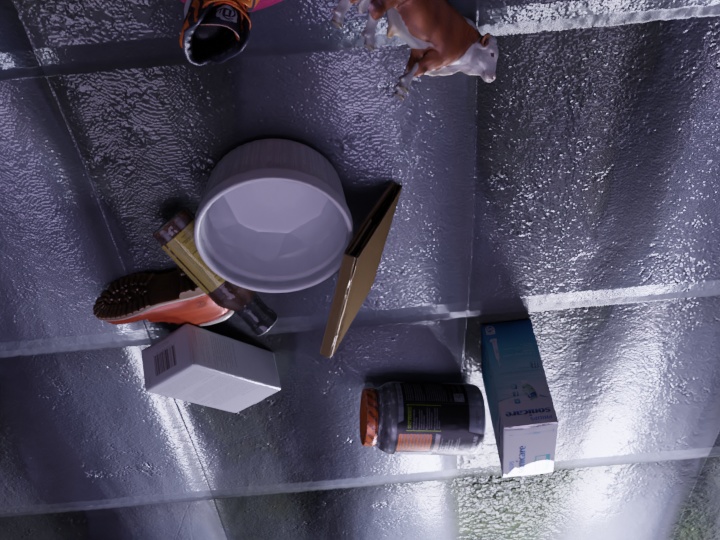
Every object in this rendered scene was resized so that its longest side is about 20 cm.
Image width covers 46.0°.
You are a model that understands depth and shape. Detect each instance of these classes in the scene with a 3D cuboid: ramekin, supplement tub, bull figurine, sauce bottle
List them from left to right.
[{"bbox_3d":[-0.193,0.006,1.150,0.065,0.065,0.200,-32,107,26],"label":"sauce bottle"},{"bbox_3d":[-0.110,-0.075,1.091,0.200,0.105,0.200,-2,136,-2],"label":"ramekin"},{"bbox_3d":[0.065,-0.261,0.928,0.121,0.065,0.200,-49,119,-3],"label":"bull figurine"},{"bbox_3d":[0.102,0.250,1.435,0.200,0.123,0.123,3,136,-8],"label":"supplement tub"}]

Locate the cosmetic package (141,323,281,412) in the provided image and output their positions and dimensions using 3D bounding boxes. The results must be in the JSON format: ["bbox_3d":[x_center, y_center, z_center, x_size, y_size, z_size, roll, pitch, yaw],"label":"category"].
[{"bbox_3d":[-0.227,0.154,1.306,0.101,0.071,0.200,-29,148,23],"label":"cosmetic package"}]

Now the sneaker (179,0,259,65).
[{"bbox_3d":[-0.111,-0.276,0.825,0.078,0.112,0.200,23,128,-24],"label":"sneaker"}]

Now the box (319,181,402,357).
[{"bbox_3d":[0.000,0.000,1.144,0.021,0.164,0.200,23,135,8],"label":"box"}]

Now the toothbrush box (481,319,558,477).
[{"bbox_3d":[0.247,0.201,1.339,0.085,0.200,0.146,-6,136,3],"label":"toothbrush box"}]

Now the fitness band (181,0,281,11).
[{"bbox_3d":[-0.116,-0.340,0.863,0.200,0.037,0.144,-18,134,12],"label":"fitness band"}]

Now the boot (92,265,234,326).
[{"bbox_3d":[-0.284,0.054,1.238,0.200,0.075,0.107,-12,141,6],"label":"boot"}]
